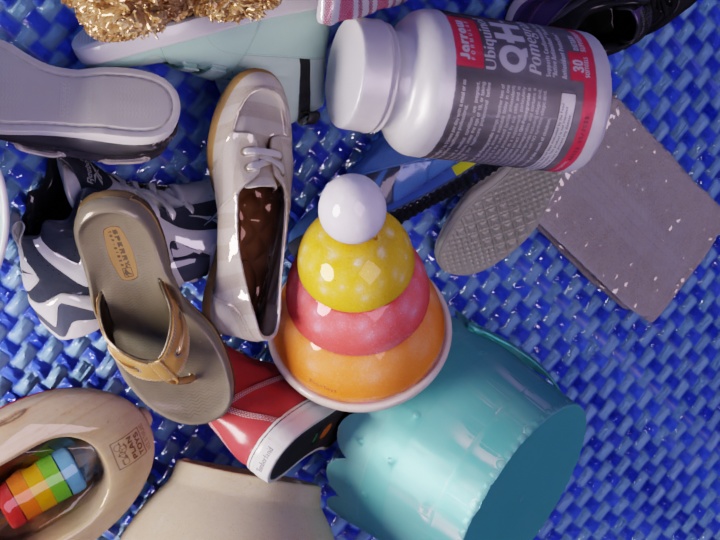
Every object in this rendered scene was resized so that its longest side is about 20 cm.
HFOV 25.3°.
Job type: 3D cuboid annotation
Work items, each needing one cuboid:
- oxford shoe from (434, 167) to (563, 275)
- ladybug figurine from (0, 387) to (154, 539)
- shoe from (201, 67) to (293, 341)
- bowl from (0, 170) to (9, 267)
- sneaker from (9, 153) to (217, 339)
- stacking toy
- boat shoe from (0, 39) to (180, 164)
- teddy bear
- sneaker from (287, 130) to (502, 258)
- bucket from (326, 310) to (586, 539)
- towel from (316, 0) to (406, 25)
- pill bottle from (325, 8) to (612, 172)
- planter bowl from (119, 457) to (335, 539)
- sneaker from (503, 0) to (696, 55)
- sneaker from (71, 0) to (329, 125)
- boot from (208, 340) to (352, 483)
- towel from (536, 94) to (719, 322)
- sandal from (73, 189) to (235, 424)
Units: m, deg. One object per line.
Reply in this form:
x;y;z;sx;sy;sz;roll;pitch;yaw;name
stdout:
0.127;-0.082;1.349;0.075;0.058;0.201;20;113;-31;oxford shoe
-0.250;0.156;1.221;0.199;0.072;0.137;-26;119;-17;ladybug figurine
-0.074;-0.045;1.165;0.070;0.053;0.202;-5;108;-37;shoe
-0.345;-0.042;1.073;0.199;0.105;0.202;-10;114;-24;bowl
-0.170;-0.050;1.180;0.198;0.080;0.130;-27;129;-6;sneaker
0.000;0.000;1.187;0.145;0.146;0.201;-27;150;-17;stacking toy
-0.227;-0.116;1.124;0.198;0.060;0.074;5;67;-12;boat shoe
-0.110;-0.220;1.112;0.199;0.146;0.067;-10;146;-26;teddy bear
0.022;-0.079;1.296;0.199;0.066;0.079;-29;80;-2;sneaker
0.083;0.152;1.320;0.207;0.134;0.208;-40;149;-31;bucket
0.019;-0.266;1.172;0.200;0.030;0.147;-31;129;-56;towel
0.079;-0.137;1.205;0.199;0.111;0.112;4;107;-22;pill bottle
-0.101;0.224;1.272;0.199;0.200;0.136;14;83;-32;planter bowl
0.224;-0.212;1.328;0.199;0.087;0.076;-24;119;-19;sneaker
-0.110;-0.142;1.183;0.199;0.074;0.119;-14;118;-22;sneaker
-0.075;0.084;1.293;0.073;0.144;0.200;-60;163;22;boot
0.237;-0.053;1.432;0.200;0.034;0.133;40;86;-33;towel
-0.151;0.037;1.143;0.080;0.054;0.201;-15;121;8;sandal
